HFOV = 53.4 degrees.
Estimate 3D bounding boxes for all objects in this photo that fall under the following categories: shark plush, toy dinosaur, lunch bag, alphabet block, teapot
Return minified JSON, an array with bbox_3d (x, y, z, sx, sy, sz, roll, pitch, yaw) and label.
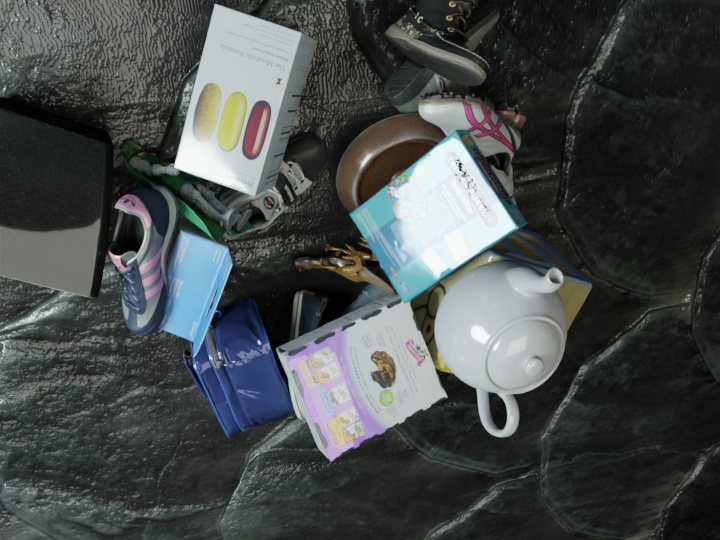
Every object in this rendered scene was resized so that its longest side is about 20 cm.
[{"bbox_3d":[0.031,0.005,1.144,0.083,0.091,0.200,28,133,-28],"label":"shark plush"},{"bbox_3d":[0.000,0.000,1.098,0.199,0.061,0.106,23,142,3],"label":"toy dinosaur"},{"bbox_3d":[-0.192,0.146,1.093,0.132,0.136,0.201,-21,123,-6],"label":"lunch bag"},{"bbox_3d":[0.205,0.041,1.133,0.195,0.196,0.201,15,113,-22],"label":"alphabet block"},{"bbox_3d":[0.202,0.097,0.966,0.197,0.146,0.200,-37,123,4],"label":"teapot"}]

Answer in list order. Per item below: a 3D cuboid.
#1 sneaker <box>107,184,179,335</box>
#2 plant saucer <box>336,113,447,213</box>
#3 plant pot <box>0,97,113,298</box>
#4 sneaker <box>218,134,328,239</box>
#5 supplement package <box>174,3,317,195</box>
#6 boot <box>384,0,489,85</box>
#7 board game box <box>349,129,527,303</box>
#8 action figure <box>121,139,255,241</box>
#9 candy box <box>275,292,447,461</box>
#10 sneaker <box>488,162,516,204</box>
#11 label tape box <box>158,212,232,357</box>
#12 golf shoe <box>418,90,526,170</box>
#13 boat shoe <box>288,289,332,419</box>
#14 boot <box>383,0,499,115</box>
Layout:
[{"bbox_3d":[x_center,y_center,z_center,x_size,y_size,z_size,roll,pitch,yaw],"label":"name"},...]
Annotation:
[{"bbox_3d":[-0.281,-0.005,0.883,0.070,0.082,0.201,18,111,23],"label":"sneaker"},{"bbox_3d":[0.064,-0.136,1.055,0.199,0.035,0.201,-10,134,-10],"label":"plant saucer"},{"bbox_3d":[-0.396,-0.100,0.870,0.198,0.200,0.178,17,101,-25],"label":"plant pot"},{"bbox_3d":[-0.120,-0.109,1.009,0.200,0.089,0.074,-39,121,4],"label":"sneaker"},{"bbox_3d":[-0.142,-0.210,0.898,0.113,0.110,0.201,18,104,2],"label":"supplement package"},{"bbox_3d":[0.126,-0.327,0.910,0.073,0.200,0.151,31,100,-37],"label":"boot"},{"bbox_3d":[0.102,-0.071,0.980,0.200,0.047,0.152,-36,82,30],"label":"board game box"},{"bbox_3d":[-0.238,-0.113,0.935,0.199,0.118,0.055,32,101,13],"label":"action figure"},{"bbox_3d":[0.003,0.150,1.042,0.199,0.071,0.169,-25,99,-15],"label":"candy box"},{"bbox_3d":[0.173,-0.119,1.073,0.200,0.075,0.082,-21,121,-52],"label":"sneaker"},{"bbox_3d":[-0.239,-0.001,0.959,0.066,0.200,0.144,14,112,-28],"label":"label tape box"},{"bbox_3d":[0.157,-0.194,0.996,0.199,0.072,0.093,7,96,-39],"label":"golf shoe"},{"bbox_3d":[-0.075,0.126,1.100,0.062,0.201,0.075,1,159,6],"label":"boat shoe"},{"bbox_3d":[0.136,-0.277,1.024,0.200,0.068,0.131,-43,131,10],"label":"boot"}]
